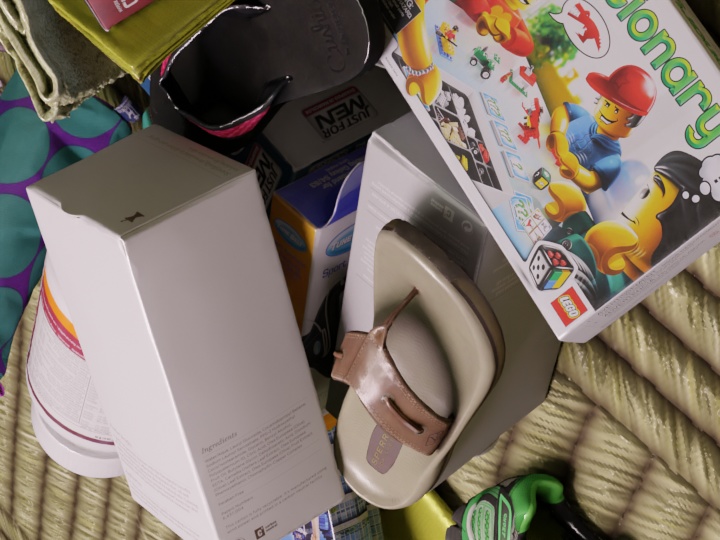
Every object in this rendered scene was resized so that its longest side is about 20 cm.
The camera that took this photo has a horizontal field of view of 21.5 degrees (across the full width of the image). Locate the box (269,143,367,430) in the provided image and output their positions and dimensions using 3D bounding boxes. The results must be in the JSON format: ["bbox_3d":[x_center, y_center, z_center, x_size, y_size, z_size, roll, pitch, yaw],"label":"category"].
[{"bbox_3d":[0.000,0.000,1.029,0.041,0.119,0.201,39,140,29],"label":"box"}]

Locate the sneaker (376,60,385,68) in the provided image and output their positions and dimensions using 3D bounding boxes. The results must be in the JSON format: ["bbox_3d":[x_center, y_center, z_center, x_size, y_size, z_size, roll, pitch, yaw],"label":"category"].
[{"bbox_3d":[0.002,-0.165,0.943,0.200,0.075,0.080,38,137,31],"label":"sneaker"}]

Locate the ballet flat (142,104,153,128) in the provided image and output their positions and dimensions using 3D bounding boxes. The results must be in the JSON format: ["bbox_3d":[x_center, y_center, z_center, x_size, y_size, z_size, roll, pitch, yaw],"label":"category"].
[{"bbox_3d":[-0.076,-0.021,1.150,0.200,0.067,0.071,46,125,18],"label":"ballet flat"}]

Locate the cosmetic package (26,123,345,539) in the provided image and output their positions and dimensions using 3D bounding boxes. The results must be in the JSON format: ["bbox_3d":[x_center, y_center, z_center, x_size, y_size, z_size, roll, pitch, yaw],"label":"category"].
[{"bbox_3d":[-0.089,0.039,0.974,0.107,0.085,0.201,28,138,50],"label":"cosmetic package"}]

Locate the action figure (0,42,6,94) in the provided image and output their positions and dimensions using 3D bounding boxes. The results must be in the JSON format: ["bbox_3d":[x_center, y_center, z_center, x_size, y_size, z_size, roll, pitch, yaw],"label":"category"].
[{"bbox_3d":[-0.194,-0.048,1.289,0.200,0.134,0.149,39,114,30],"label":"action figure"}]

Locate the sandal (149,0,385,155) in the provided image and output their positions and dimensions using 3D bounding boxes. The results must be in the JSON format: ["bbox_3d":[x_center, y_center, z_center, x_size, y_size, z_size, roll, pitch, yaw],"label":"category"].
[{"bbox_3d":[-0.062,-0.100,0.925,0.200,0.045,0.075,-19,98,56],"label":"sandal"}]

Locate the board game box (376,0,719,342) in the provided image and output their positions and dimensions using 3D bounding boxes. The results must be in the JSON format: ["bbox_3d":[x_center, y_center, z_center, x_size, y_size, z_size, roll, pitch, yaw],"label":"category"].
[{"bbox_3d":[0.090,-0.085,0.844,0.126,0.035,0.201,-39,70,21],"label":"board game box"}]

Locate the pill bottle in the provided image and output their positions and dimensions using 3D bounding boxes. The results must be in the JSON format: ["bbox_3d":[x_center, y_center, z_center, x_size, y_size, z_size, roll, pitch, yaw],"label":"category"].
[{"bbox_3d":[-0.147,0.044,1.156,0.110,0.109,0.200,49,149,16],"label":"pill bottle"}]

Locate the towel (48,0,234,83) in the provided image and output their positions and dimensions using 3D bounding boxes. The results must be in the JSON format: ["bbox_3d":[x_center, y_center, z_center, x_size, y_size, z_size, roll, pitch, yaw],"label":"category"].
[{"bbox_3d":[-0.052,-0.171,0.904,0.086,0.200,0.018,39,165,42],"label":"towel"}]

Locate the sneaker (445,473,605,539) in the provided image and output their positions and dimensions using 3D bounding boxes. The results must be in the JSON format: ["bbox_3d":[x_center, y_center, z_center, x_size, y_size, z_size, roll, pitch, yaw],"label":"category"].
[{"bbox_3d":[0.125,0.205,1.057,0.200,0.078,0.085,55,145,9],"label":"sneaker"}]

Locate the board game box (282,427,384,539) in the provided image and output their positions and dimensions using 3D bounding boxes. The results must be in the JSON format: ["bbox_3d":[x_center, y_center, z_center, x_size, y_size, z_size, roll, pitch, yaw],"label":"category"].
[{"bbox_3d":[-0.049,0.158,1.221,0.200,0.061,0.201,3,106,55],"label":"board game box"}]

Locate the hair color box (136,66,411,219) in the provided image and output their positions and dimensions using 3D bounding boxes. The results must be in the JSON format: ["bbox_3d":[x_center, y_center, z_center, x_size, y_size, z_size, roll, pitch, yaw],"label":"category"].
[{"bbox_3d":[-0.070,-0.125,1.043,0.200,0.100,0.061,49,143,17],"label":"hair color box"}]

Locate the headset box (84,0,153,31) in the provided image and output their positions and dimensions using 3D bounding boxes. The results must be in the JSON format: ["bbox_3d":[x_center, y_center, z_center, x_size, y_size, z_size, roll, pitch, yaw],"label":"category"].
[{"bbox_3d":[-0.092,-0.219,0.871,0.149,0.199,0.077,57,178,25],"label":"headset box"}]

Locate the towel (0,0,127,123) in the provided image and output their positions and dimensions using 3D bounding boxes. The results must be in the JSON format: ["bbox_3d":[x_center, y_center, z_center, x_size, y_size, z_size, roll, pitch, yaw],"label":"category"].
[{"bbox_3d":[-0.184,-0.169,1.116,0.200,0.036,0.149,-67,-47,-76],"label":"towel"}]

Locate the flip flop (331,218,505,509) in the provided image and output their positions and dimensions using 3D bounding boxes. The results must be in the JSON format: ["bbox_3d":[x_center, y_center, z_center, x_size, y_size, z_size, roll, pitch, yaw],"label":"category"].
[{"bbox_3d":[0.014,0.057,0.921,0.081,0.057,0.200,43,143,20],"label":"flip flop"}]

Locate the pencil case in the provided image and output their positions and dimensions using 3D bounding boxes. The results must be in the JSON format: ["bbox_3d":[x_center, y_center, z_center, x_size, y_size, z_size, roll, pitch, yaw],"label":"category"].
[{"bbox_3d":[-0.218,-0.029,1.189,0.085,0.201,0.092,16,165,47],"label":"pencil case"}]

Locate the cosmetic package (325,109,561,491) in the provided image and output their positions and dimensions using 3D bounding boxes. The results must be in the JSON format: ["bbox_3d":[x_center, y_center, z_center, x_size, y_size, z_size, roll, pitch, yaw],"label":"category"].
[{"bbox_3d":[0.053,0.006,0.977,0.090,0.107,0.201,39,139,24],"label":"cosmetic package"}]

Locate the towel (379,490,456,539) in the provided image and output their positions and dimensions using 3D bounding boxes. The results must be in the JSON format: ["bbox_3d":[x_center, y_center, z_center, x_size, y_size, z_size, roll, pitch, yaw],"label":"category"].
[{"bbox_3d":[0.077,0.212,1.168,0.200,0.018,0.086,50,141,17],"label":"towel"}]
